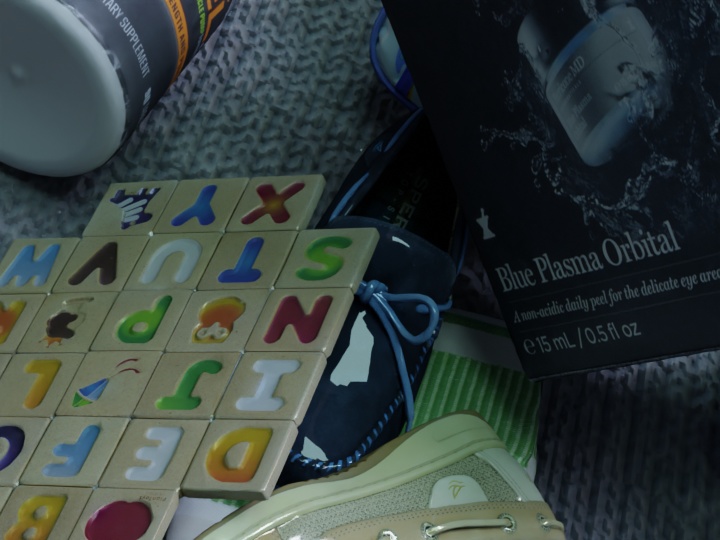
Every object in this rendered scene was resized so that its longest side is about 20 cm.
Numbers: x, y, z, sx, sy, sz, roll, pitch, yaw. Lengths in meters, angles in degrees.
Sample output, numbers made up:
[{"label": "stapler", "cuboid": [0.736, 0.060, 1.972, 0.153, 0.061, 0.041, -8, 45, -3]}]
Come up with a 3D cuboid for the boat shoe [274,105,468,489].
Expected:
[{"label": "boat shoe", "cuboid": [0.000, 0.000, 0.788, 0.084, 0.069, 0.200, 20, 50, -6]}]

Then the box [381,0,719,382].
[{"label": "box", "cuboid": [0.120, -0.076, 0.724, 0.117, 0.197, 0.201, -22, 92, -29]}]

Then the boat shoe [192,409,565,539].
[{"label": "boat shoe", "cuboid": [-0.010, 0.115, 0.698, 0.200, 0.073, 0.063, -22, 60, -41]}]

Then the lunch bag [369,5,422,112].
[{"label": "lunch bag", "cuboid": [0.107, -0.127, 0.877, 0.161, 0.200, 0.082, 44, 26, 12]}]

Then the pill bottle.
[{"label": "pill bottle", "cuboid": [-0.105, -0.140, 0.858, 0.106, 0.106, 0.200, 30, 48, 1]}]

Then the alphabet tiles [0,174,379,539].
[{"label": "alphabet tiles", "cuboid": [-0.088, 0.032, 0.730, 0.166, 0.006, 0.200, -1, 43, 24]}]

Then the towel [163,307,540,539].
[{"label": "towel", "cuboid": [0.001, 0.089, 0.781, 0.152, 0.023, 0.200, 16, 51, -11]}]

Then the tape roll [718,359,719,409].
[{"label": "tape roll", "cuboid": [0.233, 0.062, 0.784, 0.066, 0.200, 0.201, -8, 58, -30]}]
